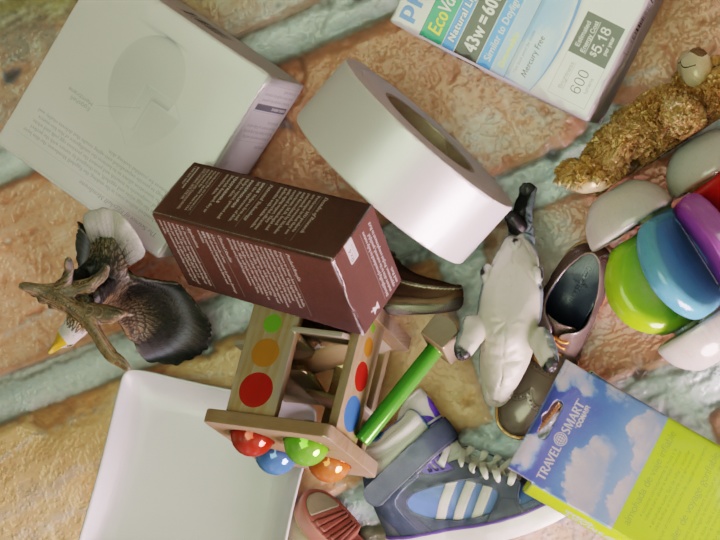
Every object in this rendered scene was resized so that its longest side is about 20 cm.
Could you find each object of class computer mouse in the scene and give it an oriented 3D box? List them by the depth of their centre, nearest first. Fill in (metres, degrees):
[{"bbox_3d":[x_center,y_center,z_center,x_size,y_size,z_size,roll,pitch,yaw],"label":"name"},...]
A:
[{"bbox_3d":[-0.119,0.272,1.615,0.059,0.034,0.200,-23,76,1],"label":"computer mouse"}]

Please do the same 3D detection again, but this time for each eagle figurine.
[{"bbox_3d":[-0.236,0.025,1.562,0.151,0.200,0.152,-14,88,17],"label":"eagle figurine"}]

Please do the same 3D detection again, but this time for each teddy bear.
[{"bbox_3d":[0.251,-0.130,1.459,0.200,0.145,0.067,-34,88,18],"label":"teddy bear"}]

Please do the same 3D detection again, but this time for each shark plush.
[{"bbox_3d":[0.127,0.019,1.506,0.091,0.083,0.200,-4,75,4],"label":"shark plush"}]

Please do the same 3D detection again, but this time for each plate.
[{"bbox_3d":[-0.155,0.209,1.597,0.199,0.032,0.200,10,76,11],"label":"plate"}]

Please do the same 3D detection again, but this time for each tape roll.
[{"bbox_3d":[0.039,-0.098,1.484,0.202,0.202,0.071,44,102,9],"label":"tape roll"}]

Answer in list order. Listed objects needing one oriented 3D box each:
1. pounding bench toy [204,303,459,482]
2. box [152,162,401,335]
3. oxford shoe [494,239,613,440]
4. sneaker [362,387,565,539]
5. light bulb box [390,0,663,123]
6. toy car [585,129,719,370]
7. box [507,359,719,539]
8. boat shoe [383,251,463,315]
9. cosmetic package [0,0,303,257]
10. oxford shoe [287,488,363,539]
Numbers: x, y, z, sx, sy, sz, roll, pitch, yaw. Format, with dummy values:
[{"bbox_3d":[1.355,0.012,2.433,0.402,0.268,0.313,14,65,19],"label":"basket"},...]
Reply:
[{"bbox_3d":[-0.015,0.109,1.502,0.200,0.124,0.156,5,69,25],"label":"pounding bench toy"},{"bbox_3d":[-0.074,-0.021,1.457,0.200,0.100,0.075,17,56,32],"label":"box"},{"bbox_3d":[0.171,0.064,1.522,0.071,0.073,0.200,23,98,12],"label":"oxford shoe"},{"bbox_3d":[0.094,0.175,1.543,0.200,0.081,0.147,-16,93,20],"label":"sneaker"},{"bbox_3d":[0.164,-0.261,1.483,0.200,0.125,0.199,28,99,11],"label":"light bulb box"},{"bbox_3d":[0.305,-0.023,1.428,0.200,0.150,0.175,-30,85,-11],"label":"toy car"},{"bbox_3d":[0.240,0.181,1.486,0.200,0.048,0.122,30,71,4],"label":"box"},{"bbox_3d":[0.000,0.000,1.565,0.200,0.076,0.072,9,93,12],"label":"boat shoe"},{"bbox_3d":[-0.198,-0.149,1.582,0.199,0.123,0.200,35,99,10],"label":"cosmetic package"},{"bbox_3d":[-0.006,0.304,1.592,0.074,0.071,0.200,-43,78,33],"label":"oxford shoe"}]
